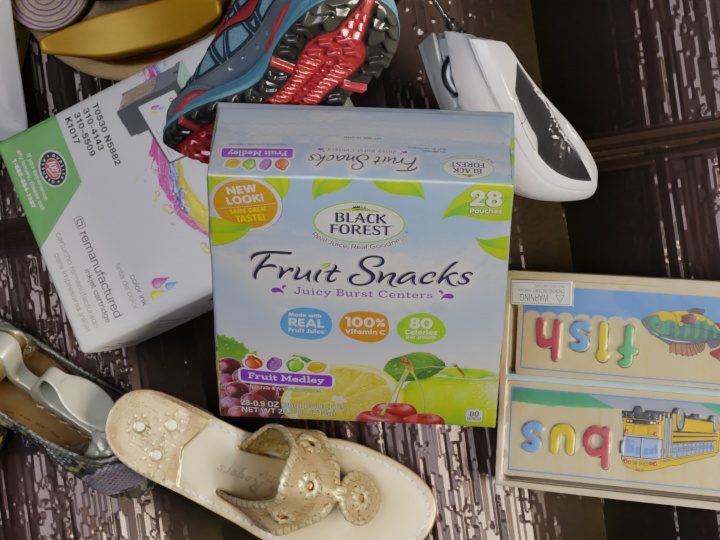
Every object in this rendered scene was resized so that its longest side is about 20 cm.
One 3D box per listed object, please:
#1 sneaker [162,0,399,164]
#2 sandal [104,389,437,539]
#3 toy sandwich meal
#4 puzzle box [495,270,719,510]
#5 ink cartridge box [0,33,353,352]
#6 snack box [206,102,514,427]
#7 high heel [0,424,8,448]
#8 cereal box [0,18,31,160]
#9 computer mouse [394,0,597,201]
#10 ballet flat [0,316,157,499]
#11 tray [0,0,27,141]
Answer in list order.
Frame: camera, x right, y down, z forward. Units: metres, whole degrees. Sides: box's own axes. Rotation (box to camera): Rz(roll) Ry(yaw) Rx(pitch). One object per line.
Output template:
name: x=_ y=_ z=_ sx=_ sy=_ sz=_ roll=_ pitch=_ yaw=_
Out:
sneaker: x=-0.041 y=-0.128 z=1.257 sx=0.200 sy=0.079 sz=0.096 roll=-34 pitch=44 yaw=44
sandal: x=-0.057 y=0.126 z=1.342 sx=0.211 sy=0.070 sz=0.078 roll=20 pitch=87 yaw=2
toy sandwich meal: x=-0.145 y=-0.214 z=1.388 sx=0.205 sy=0.070 sz=0.206 roll=1 pitch=92 yaw=19
puzzle box: x=0.174 y=0.070 z=1.296 sx=0.200 sy=0.025 sz=0.133 roll=3 pitch=92 yaw=28
ink cartridge box: x=-0.100 y=-0.055 z=1.371 sx=0.200 sy=0.084 sz=0.145 roll=-25 pitch=85 yaw=18
snack box: x=0.000 y=0.000 z=1.269 sx=0.168 sy=0.068 sz=0.200 roll=2 pitch=134 yaw=2
high heel: x=-0.248 y=0.201 z=1.458 sx=0.142 sy=0.071 sz=0.200 roll=34 pitch=89 yaw=-9
cereal box: x=-0.325 y=-0.119 z=1.470 sx=0.200 sy=0.040 sz=0.144 roll=16 pitch=97 yaw=18
computer mouse: x=0.065 y=-0.105 z=1.280 sx=0.044 sy=0.110 sz=0.200 roll=-49 pitch=112 yaw=-23
ballet flat: x=-0.209 y=0.071 z=1.420 sx=0.200 sy=0.072 sz=0.072 roll=31 pitch=101 yaw=13
tray: x=-0.314 y=-0.124 z=1.434 sx=0.200 sy=0.022 sz=0.108 roll=-9 pitch=88 yaw=18
